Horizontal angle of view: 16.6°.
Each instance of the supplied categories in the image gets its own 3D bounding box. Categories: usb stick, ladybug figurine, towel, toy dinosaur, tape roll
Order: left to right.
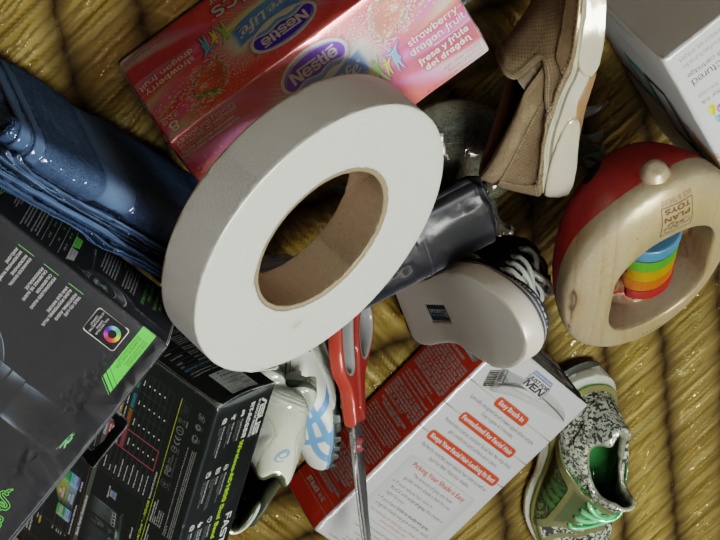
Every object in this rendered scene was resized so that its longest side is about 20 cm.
[{"bbox_3d":[-0.168,-0.058,1.519,0.049,0.112,0.200,-46,132,15],"label":"towel"},{"bbox_3d":[-0.034,-0.027,1.506,0.202,0.037,0.203,-34,149,-24],"label":"tape roll"},{"bbox_3d":[0.000,0.000,1.624,0.199,0.033,0.056,-28,129,-8],"label":"usb stick"},{"bbox_3d":[0.063,-0.079,1.673,0.199,0.077,0.103,1,111,-24],"label":"toy dinosaur"},{"bbox_3d":[0.184,-0.024,1.658,0.135,0.072,0.200,-24,153,-17],"label":"ladybug figurine"}]

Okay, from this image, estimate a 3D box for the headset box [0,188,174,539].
[{"bbox_3d":[-0.231,0.045,1.516,0.200,0.093,0.174,39,103,-10],"label":"headset box"}]

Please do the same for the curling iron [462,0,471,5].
[{"bbox_3d":[-0.003,-0.125,1.616,0.200,0.026,0.050,-40,96,-2],"label":"curling iron"}]

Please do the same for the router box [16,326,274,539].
[{"bbox_3d":[-0.152,0.123,1.632,0.062,0.150,0.201,-22,138,-50],"label":"router box"}]

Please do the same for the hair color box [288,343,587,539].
[{"bbox_3d":[0.056,0.127,1.816,0.200,0.064,0.111,-44,131,9],"label":"hair color box"}]

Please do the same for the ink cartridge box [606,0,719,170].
[{"bbox_3d":[0.260,-0.158,1.659,0.146,0.146,0.200,-38,134,1],"label":"ink cartridge box"}]

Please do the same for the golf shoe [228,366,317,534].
[{"bbox_3d":[-0.101,0.142,1.682,0.078,0.098,0.200,17,143,-22],"label":"golf shoe"}]

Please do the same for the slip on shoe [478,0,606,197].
[{"bbox_3d":[0.117,-0.137,1.580,0.060,0.076,0.201,4,128,-4],"label":"slip on shoe"}]

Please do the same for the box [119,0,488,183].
[{"bbox_3d":[-0.036,-0.133,1.544,0.200,0.103,0.095,-36,133,0],"label":"box"}]

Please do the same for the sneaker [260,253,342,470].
[{"bbox_3d":[-0.055,0.065,1.712,0.072,0.072,0.201,-11,134,7],"label":"sneaker"}]

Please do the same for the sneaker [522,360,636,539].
[{"bbox_3d":[0.176,0.171,1.897,0.076,0.089,0.201,-18,131,-16],"label":"sneaker"}]

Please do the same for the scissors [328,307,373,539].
[{"bbox_3d":[-0.007,0.110,1.718,0.073,0.014,0.202,7,84,-72],"label":"scissors"}]

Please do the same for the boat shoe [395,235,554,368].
[{"bbox_3d":[0.099,0.011,1.679,0.092,0.200,0.075,-27,105,-18],"label":"boat shoe"}]
